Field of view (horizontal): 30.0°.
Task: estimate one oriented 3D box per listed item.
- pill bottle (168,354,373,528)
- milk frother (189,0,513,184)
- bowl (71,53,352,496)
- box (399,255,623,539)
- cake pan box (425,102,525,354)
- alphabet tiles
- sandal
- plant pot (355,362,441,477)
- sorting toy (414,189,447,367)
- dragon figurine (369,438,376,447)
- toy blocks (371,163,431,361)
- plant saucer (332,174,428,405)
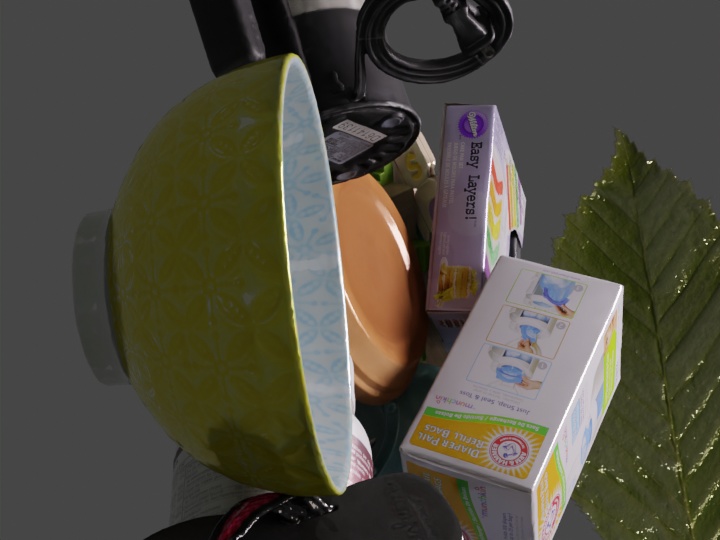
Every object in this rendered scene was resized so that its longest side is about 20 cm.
[{"bbox_3d":[-0.046,0.132,0.704,0.110,0.108,0.201,78,8,-49],"label":"pill bottle"},{"bbox_3d":[-0.008,-0.188,0.907,0.180,0.198,0.190,41,31,-69],"label":"milk frother"},{"bbox_3d":[-0.069,0.008,0.616,0.200,0.106,0.203,-7,90,-85],"label":"bowl"},{"bbox_3d":[0.116,0.105,0.997,0.201,0.100,0.113,-58,152,-37],"label":"box"},{"bbox_3d":[0.102,-0.016,1.154,0.200,0.052,0.186,59,37,-63],"label":"cake pan box"},{"bbox_3d":[0.022,-0.047,1.278,0.200,0.015,0.197,-42,-110,51],"label":"alphabet tiles"},{"bbox_3d":[-0.030,0.129,0.605,0.075,0.199,0.045,58,-40,23],"label":"sandal"},{"bbox_3d":[0.018,0.157,1.105,0.134,0.199,0.202,38,39,-45],"label":"plant pot"},{"bbox_3d":[0.064,0.025,1.336,0.199,0.069,0.202,-34,-102,57],"label":"sorting toy"},{"bbox_3d":[0.018,0.211,0.914,0.099,0.059,0.201,41,21,-23],"label":"dragon figurine"},{"bbox_3d":[-0.010,0.012,1.214,0.136,0.099,0.202,-27,122,-39],"label":"toy blocks"},{"bbox_3d":[0.000,0.000,1.017,0.200,0.037,0.202,47,33,-42],"label":"plant saucer"}]
